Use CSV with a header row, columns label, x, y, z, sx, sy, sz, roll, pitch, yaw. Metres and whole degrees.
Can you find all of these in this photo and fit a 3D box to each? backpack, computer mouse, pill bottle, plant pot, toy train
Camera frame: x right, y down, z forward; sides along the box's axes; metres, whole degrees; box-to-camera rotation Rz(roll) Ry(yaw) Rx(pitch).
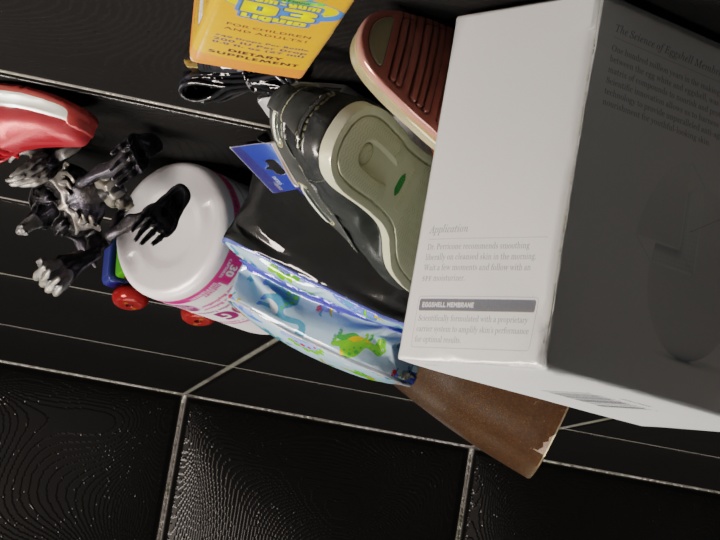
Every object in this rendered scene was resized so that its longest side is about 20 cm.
label,x,y,z,sx,sy,sz,roll,pitch,yaw
backpack,0.000,0.000,1.558,0.183,0.147,0.200,24,-177,17
computer mouse,-0.026,-0.097,1.368,0.110,0.044,0.200,1,167,36
pill bottle,-0.097,-0.010,1.726,0.113,0.113,0.200,2,169,35
plant pot,0.091,0.054,1.804,0.200,0.187,0.187,23,170,1
toy train,-0.126,-0.002,1.930,0.200,0.085,0.116,14,156,-26

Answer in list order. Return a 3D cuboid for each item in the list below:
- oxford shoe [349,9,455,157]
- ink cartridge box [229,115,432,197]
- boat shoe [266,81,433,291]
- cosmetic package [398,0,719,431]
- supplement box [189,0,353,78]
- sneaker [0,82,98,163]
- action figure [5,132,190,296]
label,x,y,z,sx,sy,sz,roll,pitch,yaw
oxford shoe,0.058,-0.080,1.218,0.200,0.071,0.074,36,149,-32
ink cartridge box,0.026,-0.067,1.340,0.200,0.039,0.099,-10,163,14
boat shoe,0.005,-0.050,1.269,0.068,0.072,0.200,22,164,32
cosmetic package,0.145,-0.025,1.158,0.199,0.200,0.123,17,170,-37
supplement box,-0.040,-0.150,1.014,0.066,0.069,0.200,9,168,-9
sneaker,-0.289,-0.074,1.529,0.200,0.116,0.078,5,169,24
action figure,-0.223,-0.051,1.621,0.102,0.119,0.200,-29,-170,-37
